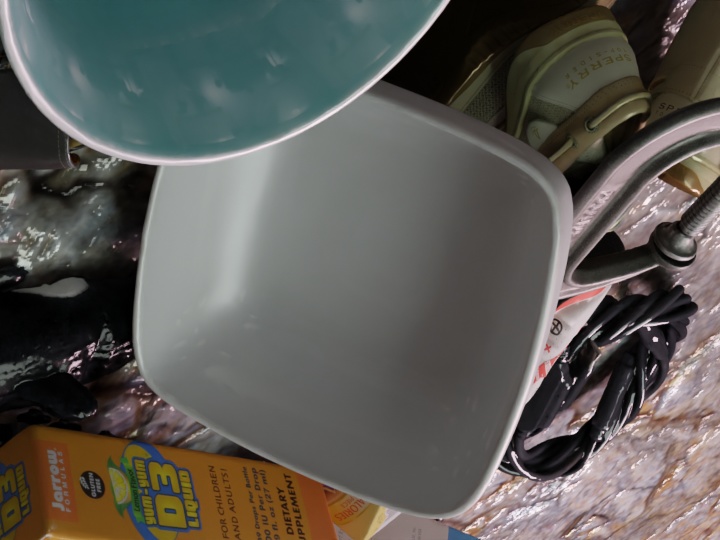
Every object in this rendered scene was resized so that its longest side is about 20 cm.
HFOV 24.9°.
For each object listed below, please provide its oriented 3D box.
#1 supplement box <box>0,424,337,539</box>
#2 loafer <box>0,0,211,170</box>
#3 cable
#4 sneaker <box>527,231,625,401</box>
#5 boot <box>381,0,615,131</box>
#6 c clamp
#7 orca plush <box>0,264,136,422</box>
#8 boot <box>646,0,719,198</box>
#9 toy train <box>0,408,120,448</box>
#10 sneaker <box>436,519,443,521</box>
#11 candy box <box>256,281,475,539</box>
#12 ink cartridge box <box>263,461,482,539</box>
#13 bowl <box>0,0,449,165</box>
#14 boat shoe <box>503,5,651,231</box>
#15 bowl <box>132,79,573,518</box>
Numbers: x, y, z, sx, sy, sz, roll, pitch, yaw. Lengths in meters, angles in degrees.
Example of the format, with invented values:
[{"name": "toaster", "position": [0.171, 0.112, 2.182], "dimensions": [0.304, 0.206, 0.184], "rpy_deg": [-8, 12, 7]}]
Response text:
[{"name": "supplement box", "position": [-0.105, 0.136, 0.864], "dimensions": [0.199, 0.067, 0.069], "rpy_deg": [13, 138, -41]}, {"name": "loafer", "position": [-0.133, -0.072, 0.652], "dimensions": [0.199, 0.072, 0.073], "rpy_deg": [-28, 150, -13]}, {"name": "cable", "position": [0.171, 0.083, 1.222], "dimensions": [0.163, 0.051, 0.200], "rpy_deg": [-21, 145, -34]}, {"name": "sneaker", "position": [0.091, 0.046, 1.008], "dimensions": [0.201, 0.067, 0.108], "rpy_deg": [-48, 167, -48]}, {"name": "boot", "position": [0.104, -0.117, 0.837], "dimensions": [0.200, 0.072, 0.154], "rpy_deg": [-43, 149, 21]}, {"name": "c clamp", "position": [0.168, -0.041, 0.799], "dimensions": [0.170, 0.027, 0.200], "rpy_deg": [-11, 155, -35]}, {"name": "orca plush", "position": [-0.148, 0.055, 0.814], "dimensions": [0.199, 0.071, 0.105], "rpy_deg": [-3, 137, -44]}, {"name": "boot", "position": [0.213, -0.121, 0.939], "dimensions": [0.156, 0.073, 0.200], "rpy_deg": [-64, 166, 9]}, {"name": "toy train", "position": [-0.151, 0.111, 0.924], "dimensions": [0.046, 0.034, 0.200], "rpy_deg": [-9, 161, 24]}, {"name": "sneaker", "position": [0.027, 0.145, 1.113], "dimensions": [0.078, 0.082, 0.200], "rpy_deg": [-30, 149, -11]}, {"name": "candy box", "position": [0.001, 0.047, 0.904], "dimensions": [0.056, 0.117, 0.200], "rpy_deg": [-35, 156, -41]}, {"name": "ink cartridge box", "position": [-0.028, 0.223, 1.048], "dimensions": [0.199, 0.129, 0.125], "rpy_deg": [25, 131, -15]}, {"name": "bowl", "position": [-0.056, -0.149, 0.581], "dimensions": [0.200, 0.105, 0.201], "rpy_deg": [-25, 143, -20]}, {"name": "boat shoe", "position": [0.108, -0.049, 0.812], "dimensions": [0.073, 0.063, 0.201], "rpy_deg": [-22, 154, -13]}, {"name": "bowl", "position": [0.000, 0.000, 0.776], "dimensions": [0.075, 0.199, 0.201], "rpy_deg": [-40, 150, -59]}]
